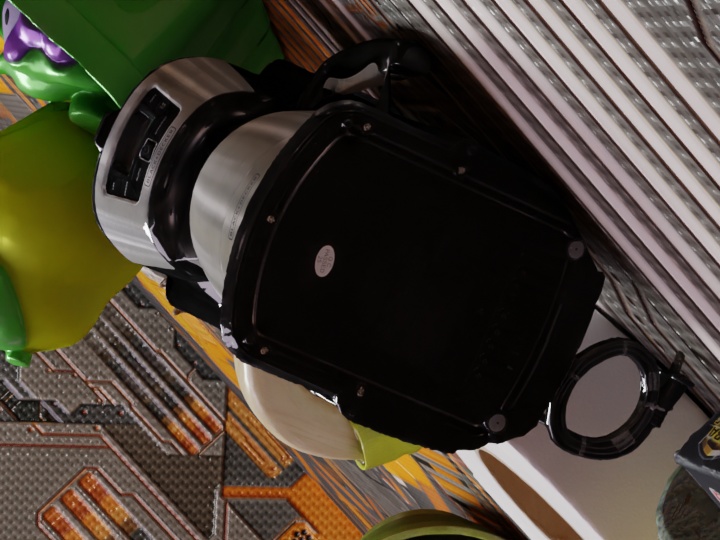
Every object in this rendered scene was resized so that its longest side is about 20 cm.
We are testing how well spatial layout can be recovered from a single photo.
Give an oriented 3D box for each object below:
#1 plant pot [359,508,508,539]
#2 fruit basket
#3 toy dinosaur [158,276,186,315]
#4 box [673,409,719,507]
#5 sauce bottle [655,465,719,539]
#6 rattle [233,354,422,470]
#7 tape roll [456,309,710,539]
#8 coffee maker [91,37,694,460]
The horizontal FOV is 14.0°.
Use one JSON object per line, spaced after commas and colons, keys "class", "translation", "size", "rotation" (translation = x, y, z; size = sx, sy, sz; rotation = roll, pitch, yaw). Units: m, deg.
{"class": "plant pot", "translation": [0.053, 0.262, 2.188], "size": [0.200, 0.200, 0.193], "rotation": [48, -175, -10]}
{"class": "fruit basket", "translation": [-0.133, -0.066, 1.345], "size": [0.156, 0.216, 0.216], "rotation": [44, 172, 18]}
{"class": "toy dinosaur", "translation": [-0.031, 0.030, 1.597], "size": [0.136, 0.086, 0.200], "rotation": [42, 176, -11]}
{"class": "box", "translation": [0.217, 0.135, 1.014], "size": [0.200, 0.050, 0.198], "rotation": [50, 172, -15]}
{"class": "sauce bottle", "translation": [0.183, 0.147, 1.199], "size": [0.065, 0.065, 0.200], "rotation": [39, 168, 47]}
{"class": "rattle", "translation": [-0.031, -0.010, 1.400], "size": [0.200, 0.130, 0.143], "rotation": [42, -161, -27]}
{"class": "tape roll", "translation": [0.110, 0.092, 1.306], "size": [0.202, 0.071, 0.202], "rotation": [45, 173, 7]}
{"class": "coffee maker", "translation": [0.000, 0.000, 1.191], "size": [0.192, 0.135, 0.200], "rotation": [49, 173, -22]}
